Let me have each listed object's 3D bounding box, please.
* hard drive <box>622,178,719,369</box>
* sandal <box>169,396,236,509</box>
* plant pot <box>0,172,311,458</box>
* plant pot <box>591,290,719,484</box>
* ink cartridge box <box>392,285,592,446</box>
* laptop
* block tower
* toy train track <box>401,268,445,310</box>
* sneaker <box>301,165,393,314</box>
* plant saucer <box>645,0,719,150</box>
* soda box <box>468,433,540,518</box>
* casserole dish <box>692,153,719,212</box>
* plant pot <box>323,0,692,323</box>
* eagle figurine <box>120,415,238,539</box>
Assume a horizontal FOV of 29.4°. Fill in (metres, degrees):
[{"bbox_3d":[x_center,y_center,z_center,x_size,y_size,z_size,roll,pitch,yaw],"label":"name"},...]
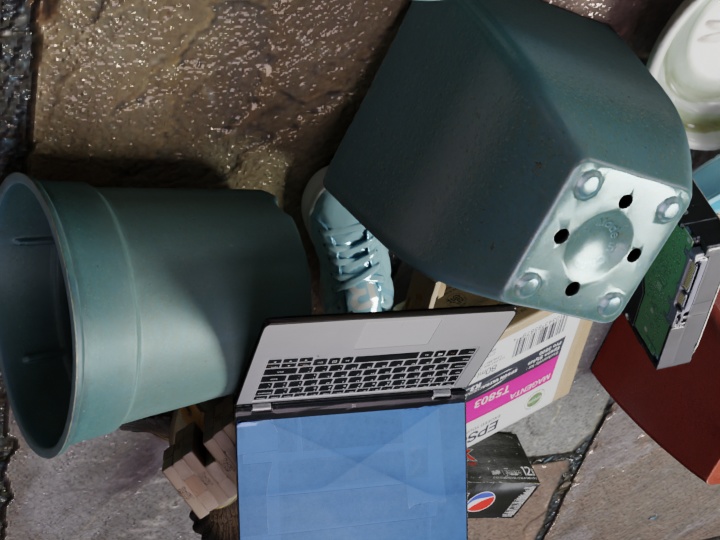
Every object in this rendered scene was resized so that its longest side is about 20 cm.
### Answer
[{"bbox_3d":[0.225,-0.041,1.105,0.037,0.201,0.141,-10,138,-14],"label":"hard drive"},{"bbox_3d":[-0.114,0.098,1.134,0.054,0.079,0.202,-8,115,-77],"label":"sandal"},{"bbox_3d":[-0.153,0.021,1.014,0.194,0.201,0.201,-7,138,-31],"label":"plant pot"},{"bbox_3d":[0.375,0.093,1.341,0.197,0.177,0.201,-3,136,-22],"label":"plant pot"},{"bbox_3d":[0.114,0.074,1.235,0.198,0.075,0.166,-24,143,-28],"label":"ink cartridge box"},{"bbox_3d":[0.010,0.126,0.992,0.185,0.117,0.201,-3,150,-18],"label":"laptop"},{"bbox_3d":[-0.062,0.111,1.082,0.199,0.054,0.058,-33,110,7],"label":"block tower"},{"bbox_3d":[0.041,0.076,1.120,0.032,0.114,0.202,-29,144,-41],"label":"toy train track"},{"bbox_3d":[0.000,0.000,1.133,0.073,0.082,0.201,-18,140,-7],"label":"sneaker"},{"bbox_3d":[0.311,-0.188,1.104,0.198,0.051,0.201,-13,138,-12],"label":"plant saucer"},{"bbox_3d":[0.082,0.210,1.407,0.198,0.071,0.064,7,131,-31],"label":"soda box"},{"bbox_3d":[0.364,-0.094,1.195,0.198,0.039,0.121,-16,168,-32],"label":"casserole dish"},{"bbox_3d":[0.126,-0.072,1.000,0.195,0.200,0.197,12,118,-35],"label":"plant pot"},{"bbox_3d":[-0.097,0.160,1.230,0.198,0.153,0.151,-29,160,-1],"label":"eagle figurine"}]
